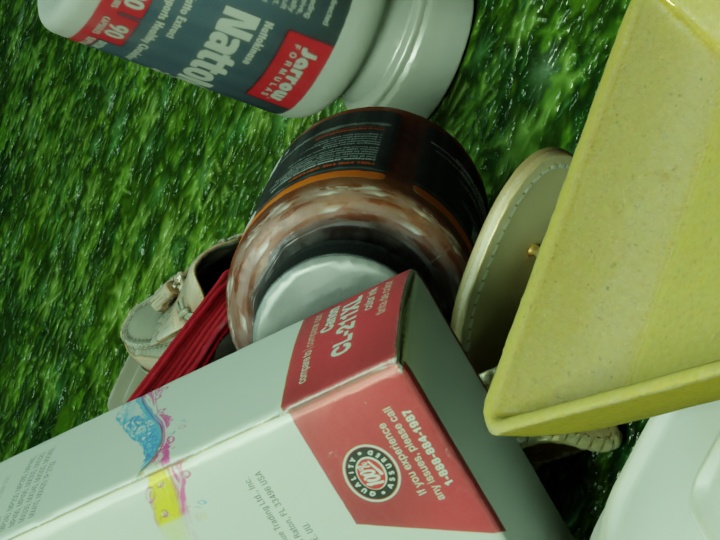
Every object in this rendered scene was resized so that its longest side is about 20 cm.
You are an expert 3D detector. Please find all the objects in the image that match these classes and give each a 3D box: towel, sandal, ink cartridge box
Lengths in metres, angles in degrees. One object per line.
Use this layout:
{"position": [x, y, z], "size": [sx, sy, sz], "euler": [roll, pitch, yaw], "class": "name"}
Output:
{"position": [-0.118, 0.098, 1.184], "size": [0.145, 0.022, 0.200], "euler": [-54, -1, -42], "class": "towel"}
{"position": [0.072, 0.063, 0.958], "size": [0.070, 0.078, 0.212], "euler": [32, 112, 38], "class": "sandal"}
{"position": [-0.036, 0.111, 0.906], "size": [0.200, 0.146, 0.083], "euler": [-25, 21, 16], "class": "ink cartridge box"}

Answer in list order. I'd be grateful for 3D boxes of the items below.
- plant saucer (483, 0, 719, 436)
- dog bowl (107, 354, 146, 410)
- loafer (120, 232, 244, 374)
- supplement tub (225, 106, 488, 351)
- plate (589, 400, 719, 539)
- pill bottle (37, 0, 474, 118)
{"position": [0.144, -0.036, 0.780], "size": [0.200, 0.048, 0.200], "euler": [-21, 40, 52], "class": "plant saucer"}
{"position": [-0.096, 0.114, 1.330], "size": [0.200, 0.059, 0.200], "euler": [-54, 26, 41], "class": "dog bowl"}
{"position": [-0.052, 0.003, 1.214], "size": [0.200, 0.063, 0.072], "euler": [-15, 44, 40], "class": "loafer"}
{"position": [0.000, 0.000, 1.035], "size": [0.200, 0.107, 0.107], "euler": [-72, 7, -74], "class": "supplement tub"}
{"position": [0.137, 0.071, 0.796], "size": [0.200, 0.032, 0.200], "euler": [-64, 22, 19], "class": "plate"}
{"position": [-0.050, -0.144, 1.231], "size": [0.120, 0.200, 0.120], "euler": [-53, 27, 42], "class": "pill bottle"}
